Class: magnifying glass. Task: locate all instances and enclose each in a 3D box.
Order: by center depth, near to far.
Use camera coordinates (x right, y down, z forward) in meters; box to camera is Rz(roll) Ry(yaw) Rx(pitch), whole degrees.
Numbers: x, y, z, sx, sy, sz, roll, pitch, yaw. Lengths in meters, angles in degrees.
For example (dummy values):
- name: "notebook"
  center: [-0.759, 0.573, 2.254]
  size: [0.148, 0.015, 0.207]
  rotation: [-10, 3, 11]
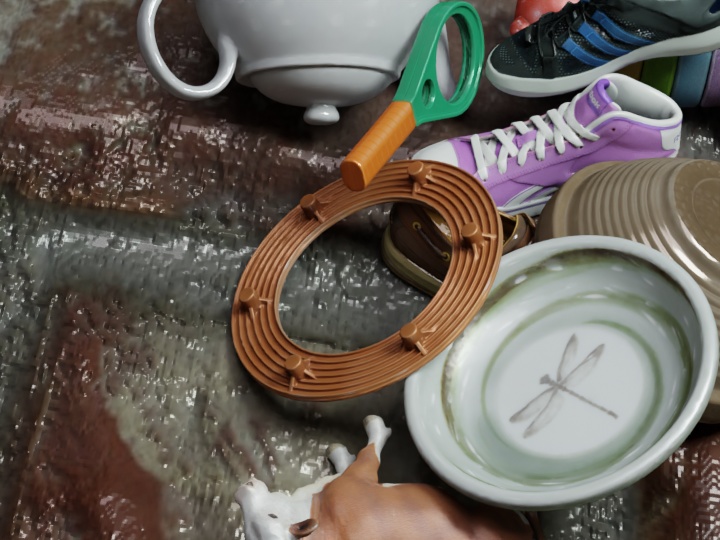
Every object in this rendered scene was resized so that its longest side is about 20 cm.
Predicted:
- name: "magnifying glass"
  center: [0.038, -0.119, 1.352]
  size: [0.022, 0.080, 0.200]
  rotation: [5, 38, 27]

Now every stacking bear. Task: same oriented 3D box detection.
- name: "stacking bear"
  center: [0.213, -0.179, 1.473]
  size: [0.198, 0.114, 0.122]
  rotation: [9, 50, 5]

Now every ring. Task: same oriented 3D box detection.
- name: "ring"
  center: [0.000, 0.000, 1.283]
  size: [0.199, 0.019, 0.202]
  rotation: [-19, 43, 18]

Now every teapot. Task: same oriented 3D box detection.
- name: "teapot"
  center: [-0.035, -0.179, 1.407]
  size: [0.198, 0.197, 0.148]
  rotation: [-1, 85, 17]

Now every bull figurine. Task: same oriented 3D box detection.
- name: "bull figurine"
  center: [0.021, 0.152, 1.196]
  size: [0.198, 0.065, 0.122]
  rotation: [15, 44, -3]

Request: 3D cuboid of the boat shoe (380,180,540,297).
- name: "boat shoe"
  center: [0.106, 0.000, 1.332]
  size: [0.199, 0.068, 0.072]
  rotation: [27, 52, 13]

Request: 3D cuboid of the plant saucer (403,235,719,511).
- name: "plant saucer"
  center: [0.127, 0.070, 1.199]
  size: [0.198, 0.050, 0.202]
  rotation: [-14, 48, 15]

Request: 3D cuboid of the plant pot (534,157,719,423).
- name: "plant pot"
  center: [0.223, -0.007, 1.300]
  size: [0.199, 0.093, 0.202]
  rotation: [18, 47, -20]

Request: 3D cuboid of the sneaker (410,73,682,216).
- name: "sneaker"
  center: [0.132, -0.096, 1.386]
  size: [0.198, 0.115, 0.073]
  rotation: [-5, 53, -11]

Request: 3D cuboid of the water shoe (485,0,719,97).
- name: "water shoe"
  center: [0.176, -0.186, 1.379]
  size: [0.198, 0.079, 0.072]
  rotation: [-14, 41, 17]
